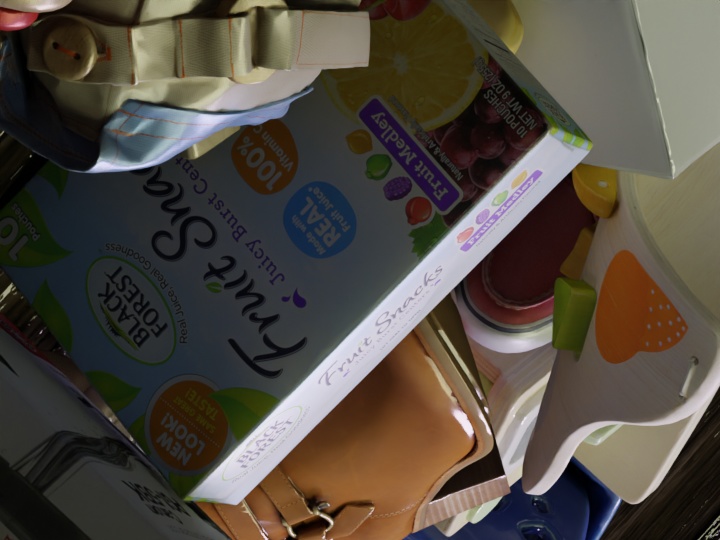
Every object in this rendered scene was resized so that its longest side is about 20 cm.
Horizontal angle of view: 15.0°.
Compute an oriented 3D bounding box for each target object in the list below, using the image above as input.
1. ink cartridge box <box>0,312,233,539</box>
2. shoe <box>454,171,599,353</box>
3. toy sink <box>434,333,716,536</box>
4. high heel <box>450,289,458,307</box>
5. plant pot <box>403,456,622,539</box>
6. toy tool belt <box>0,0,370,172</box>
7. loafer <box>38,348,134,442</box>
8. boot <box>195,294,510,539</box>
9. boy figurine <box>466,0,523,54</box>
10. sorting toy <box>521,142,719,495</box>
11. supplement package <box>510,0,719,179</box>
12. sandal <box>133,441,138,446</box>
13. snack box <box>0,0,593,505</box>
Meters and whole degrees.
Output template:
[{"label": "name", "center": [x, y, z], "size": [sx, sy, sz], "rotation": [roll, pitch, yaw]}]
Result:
[{"label": "ink cartridge box", "center": [-0.122, 0.092, 1.022], "size": [0.083, 0.200, 0.147], "rotation": [-48, 164, 0]}, {"label": "shoe", "center": [0.114, -0.054, 1.294], "size": [0.200, 0.071, 0.091], "rotation": [-49, 168, -29]}, {"label": "toy sink", "center": [0.063, 0.046, 1.393], "size": [0.112, 0.200, 0.131], "rotation": [-36, 161, -36]}, {"label": "high heel", "center": [0.000, 0.000, 1.256], "size": [0.095, 0.068, 0.201], "rotation": [-1, 120, -15]}, {"label": "plant pot", "center": [0.027, 0.157, 1.572], "size": [0.180, 0.200, 0.201], "rotation": [-38, 161, -48]}, {"label": "toy tool belt", "center": [-0.079, -0.076, 0.896], "size": [0.200, 0.125, 0.123], "rotation": [-21, 140, -56]}, {"label": "loafer", "center": [-0.170, 0.114, 1.182], "size": [0.200, 0.067, 0.076], "rotation": [-52, 161, 11]}, {"label": "boot", "center": [-0.021, 0.071, 1.206], "size": [0.154, 0.077, 0.200], "rotation": [-17, 155, 1]}, {"label": "boy figurine", "center": [-0.016, -0.049, 1.124], "size": [0.124, 0.065, 0.200], "rotation": [26, 119, -35]}, {"label": "sorting toy", "center": [0.132, 0.015, 1.229], "size": [0.200, 0.107, 0.181], "rotation": [-42, 163, -47]}, {"label": "supplement package", "center": [0.138, -0.141, 1.170], "size": [0.200, 0.117, 0.118], "rotation": [-35, 122, -35]}, {"label": "sandal", "center": [-0.063, 0.013, 1.244], "size": [0.083, 0.050, 0.203], "rotation": [-53, -175, 42]}, {"label": "snack box", "center": [-0.031, -0.030, 1.043], "size": [0.200, 0.142, 0.053], "rotation": [-45, 158, 12]}]
